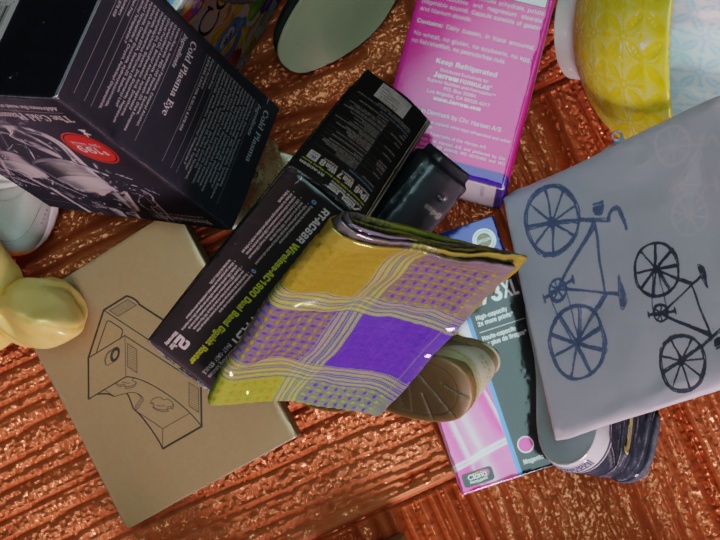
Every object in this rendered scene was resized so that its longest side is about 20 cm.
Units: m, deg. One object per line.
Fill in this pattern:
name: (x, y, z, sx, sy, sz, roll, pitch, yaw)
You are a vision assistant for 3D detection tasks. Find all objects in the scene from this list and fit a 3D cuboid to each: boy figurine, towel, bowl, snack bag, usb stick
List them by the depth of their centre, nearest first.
towel: (0.000, 0.037, 0.735, 0.143, 0.200, 0.023, 11, 48, -32)
snack bag: (0.186, -0.001, 0.754, 0.200, 0.021, 0.189, -27, 65, 43)
usb stick: (0.000, 0.000, 0.799, 0.200, 0.055, 0.033, -51, 43, 7)
bowl: (0.206, -0.177, 0.831, 0.107, 0.200, 0.201, 8, 86, 32)
boy figurine: (-0.306, 0.015, 0.881, 0.200, 0.064, 0.125, 8, 95, 13)

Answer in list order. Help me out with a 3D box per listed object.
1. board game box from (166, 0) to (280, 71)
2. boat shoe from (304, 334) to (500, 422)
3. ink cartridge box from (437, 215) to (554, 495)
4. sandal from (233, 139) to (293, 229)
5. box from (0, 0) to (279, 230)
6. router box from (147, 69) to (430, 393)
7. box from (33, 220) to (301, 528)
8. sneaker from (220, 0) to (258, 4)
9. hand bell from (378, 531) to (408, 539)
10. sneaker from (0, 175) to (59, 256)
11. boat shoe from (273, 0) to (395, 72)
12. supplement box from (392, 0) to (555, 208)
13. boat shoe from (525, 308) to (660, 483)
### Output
board game box: (-0.131, -0.225, 0.836, 0.103, 0.200, 0.105, 28, 88, 6)
boat shoe: (0.005, 0.064, 0.861, 0.200, 0.063, 0.073, 5, 114, 31)
ink cartridge box: (0.092, 0.064, 0.881, 0.095, 0.037, 0.200, -19, 82, 3)
sandal: (-0.105, -0.079, 0.888, 0.211, 0.070, 0.078, 29, 88, 6)
box: (-0.195, -0.119, 0.790, 0.200, 0.182, 0.104, 9, 72, 35)
router box: (-0.049, -0.026, 0.783, 0.062, 0.150, 0.200, 38, 127, -6)
box: (-0.161, 0.078, 0.891, 0.163, 0.021, 0.200, -30, 84, 12)
sneaker: (-0.120, -0.251, 0.703, 0.200, 0.077, 0.089, 44, 82, 4)
hand bell: (-0.045, 0.263, 0.860, 0.200, 0.104, 0.104, -36, 84, -11)
sneaker: (-0.289, -0.112, 0.893, 0.076, 0.092, 0.200, -7, 85, 4)
boat shoe: (-0.003, -0.246, 0.901, 0.201, 0.074, 0.063, -52, 48, 9)
supplement box: (0.087, -0.162, 0.865, 0.103, 0.101, 0.200, 16, 86, 6)
boat shoe: (0.177, 0.059, 0.858, 0.071, 0.091, 0.201, -14, 63, 41)
